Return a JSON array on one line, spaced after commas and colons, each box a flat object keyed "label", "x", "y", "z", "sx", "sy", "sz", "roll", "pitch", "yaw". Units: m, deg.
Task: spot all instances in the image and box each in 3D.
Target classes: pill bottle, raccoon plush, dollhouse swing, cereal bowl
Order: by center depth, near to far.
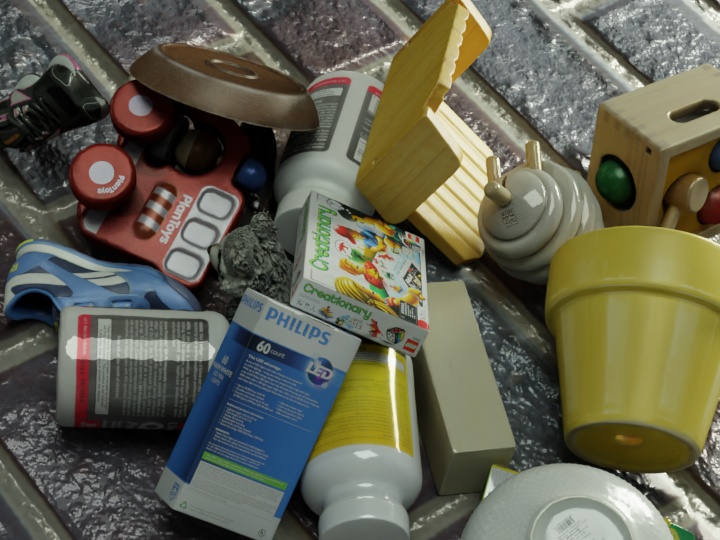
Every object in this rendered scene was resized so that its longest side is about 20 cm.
[{"label": "cereal bowl", "x": 0.185, "y": 0.255, "z": 1.465, "sx": 0.200, "sy": 0.083, "sz": 0.200, "roll": 3, "pitch": 61, "yaw": -5}, {"label": "pill bottle", "x": -0.001, "y": 0.162, "z": 1.545, "sx": 0.112, "sy": 0.112, "sz": 0.200, "roll": 4, "pitch": 49, "yaw": -8}, {"label": "pill bottle", "x": -0.179, "y": 0.092, "z": 1.559, "sx": 0.200, "sy": 0.111, "sz": 0.111, "roll": 3, "pitch": 50, "yaw": -10}, {"label": "raccoon plush", "x": -0.054, "y": 0.018, "z": 1.641, "sx": 0.200, "sy": 0.134, "sz": 0.097, "roll": 9, "pitch": 49, "yaw": -4}, {"label": "dollhouse swing", "x": 0.110, "y": -0.138, "z": 1.742, "sx": 0.176, "sy": 0.182, "sz": 0.200, "roll": 31, "pitch": 46, "yaw": -16}, {"label": "pill bottle", "x": -0.029, "y": -0.107, "z": 1.769, "sx": 0.111, "sy": 0.111, "sz": 0.200, "roll": 15, "pitch": 49, "yaw": 1}]

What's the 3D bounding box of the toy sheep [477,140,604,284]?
[{"label": "toy sheep", "x": 0.182, "y": -0.053, "z": 1.734, "sx": 0.200, "sy": 0.138, "sz": 0.138, "roll": 24, "pitch": 35, "yaw": -45}]

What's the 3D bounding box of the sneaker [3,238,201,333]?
[{"label": "sneaker", "x": -0.252, "y": 0.035, "z": 1.631, "sx": 0.200, "sy": 0.074, "sz": 0.082, "roll": 12, "pitch": 48, "yaw": 10}]

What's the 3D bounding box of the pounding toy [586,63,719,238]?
[{"label": "pounding toy", "x": 0.329, "y": -0.084, "z": 1.794, "sx": 0.200, "sy": 0.184, "sz": 0.142, "roll": -22, "pitch": 46, "yaw": -27}]

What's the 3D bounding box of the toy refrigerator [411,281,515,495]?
[{"label": "toy refrigerator", "x": 0.091, "y": 0.111, "z": 1.632, "sx": 0.070, "sy": 0.076, "sz": 0.200, "roll": -4, "pitch": 51, "yaw": -15}]

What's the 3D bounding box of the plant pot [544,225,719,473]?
[{"label": "plant pot", "x": 0.271, "y": 0.085, "z": 1.626, "sx": 0.201, "sy": 0.201, "sz": 0.189, "roll": 12, "pitch": 63, "yaw": -1}]

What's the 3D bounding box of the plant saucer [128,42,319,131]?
[{"label": "plant saucer", "x": -0.133, "y": -0.190, "z": 1.702, "sx": 0.200, "sy": 0.035, "sz": 0.200, "roll": 17, "pitch": 14, "yaw": -4}]

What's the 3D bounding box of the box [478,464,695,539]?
[{"label": "box", "x": 0.198, "y": 0.262, "z": 1.536, "sx": 0.200, "sy": 0.048, "sz": 0.117, "roll": 17, "pitch": 58, "yaw": 5}]

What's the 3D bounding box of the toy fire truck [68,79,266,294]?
[{"label": "toy fire truck", "x": -0.189, "y": -0.089, "z": 1.697, "sx": 0.168, "sy": 0.112, "sz": 0.200, "roll": 25, "pitch": 68, "yaw": 6}]

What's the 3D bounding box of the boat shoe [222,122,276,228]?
[{"label": "boat shoe", "x": -0.125, "y": -0.085, "z": 1.759, "sx": 0.072, "sy": 0.065, "sz": 0.200, "roll": 10, "pitch": 48, "yaw": 2}]

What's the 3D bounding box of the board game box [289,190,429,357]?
[{"label": "board game box", "x": 0.000, "y": 0.000, "z": 1.591, "sx": 0.126, "sy": 0.035, "sz": 0.200, "roll": 23, "pitch": 24, "yaw": -11}]

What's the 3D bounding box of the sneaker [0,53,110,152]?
[{"label": "sneaker", "x": -0.326, "y": -0.157, "z": 1.727, "sx": 0.080, "sy": 0.200, "sz": 0.086, "roll": 49, "pitch": 65, "yaw": -14}]

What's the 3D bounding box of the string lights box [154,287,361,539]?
[{"label": "string lights box", "x": -0.090, "y": 0.129, "z": 1.494, "sx": 0.103, "sy": 0.059, "sz": 0.200, "roll": 25, "pitch": 88, "yaw": -26}]
